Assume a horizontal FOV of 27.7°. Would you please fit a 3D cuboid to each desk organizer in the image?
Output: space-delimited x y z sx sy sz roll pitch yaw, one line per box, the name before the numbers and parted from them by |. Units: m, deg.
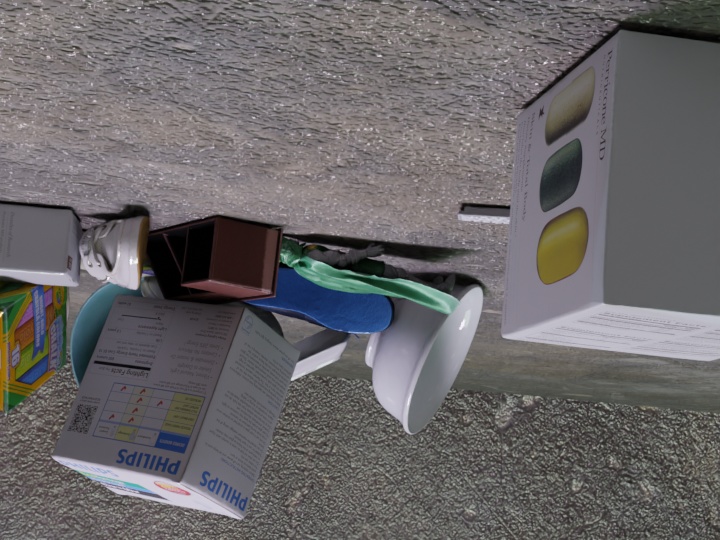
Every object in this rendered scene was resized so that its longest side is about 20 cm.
desk organizer | -0.166 -0.007 1.545 0.076 0.072 0.199 12 169 -31

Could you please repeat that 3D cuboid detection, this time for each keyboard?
keyboard | 0.187 -0.043 1.312 0.198 0.011 0.056 4 172 5

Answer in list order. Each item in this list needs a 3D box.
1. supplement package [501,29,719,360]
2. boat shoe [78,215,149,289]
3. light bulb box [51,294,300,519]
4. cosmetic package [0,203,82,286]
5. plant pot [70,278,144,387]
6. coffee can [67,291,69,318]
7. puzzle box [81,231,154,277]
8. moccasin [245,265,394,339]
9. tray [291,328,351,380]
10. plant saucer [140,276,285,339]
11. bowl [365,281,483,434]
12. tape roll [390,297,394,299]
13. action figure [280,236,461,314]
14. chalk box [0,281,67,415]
supplement package | 0.184 -0.035 0.866 0.149 0.153 0.200 6 172 -9
boat shoe | -0.259 -0.018 1.518 0.069 0.071 0.200 12 168 -11
light bulb box | -0.200 0.147 1.600 0.197 0.201 0.125 4 156 36
cosmetic package | -0.392 -0.030 1.508 0.198 0.075 0.102 3 172 -4
plant pot | -0.261 0.100 1.951 0.199 0.203 0.161 2 -174 19
coffee can | -0.471 0.037 1.747 0.146 0.148 0.199 -3 170 41
puzzle box | -0.307 -0.020 1.686 0.199 0.026 0.133 11 169 -40
moccasin | -0.049 0.026 1.752 0.198 0.081 0.068 17 180 15
tray | -0.053 0.099 1.809 0.107 0.022 0.200 -25 -175 7
plant saucer | -0.172 0.041 1.801 0.199 0.051 0.200 26 -169 -5
bowl | 0.067 0.091 1.789 0.090 0.202 0.201 26 178 17
tape roll | -0.030 0.037 1.894 0.201 0.037 0.203 3 172 0
action figure | 0.000 0.000 1.562 0.198 0.055 0.118 14 171 -17
chalk box | -0.399 0.057 1.603 0.124 0.125 0.200 7 -161 10
